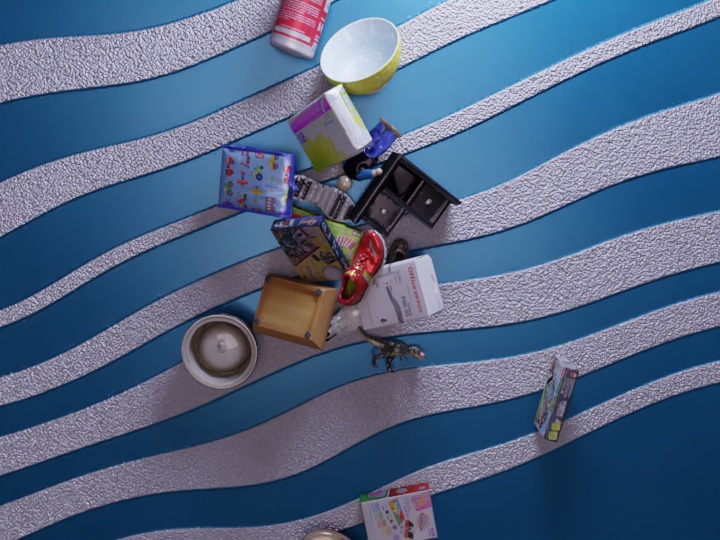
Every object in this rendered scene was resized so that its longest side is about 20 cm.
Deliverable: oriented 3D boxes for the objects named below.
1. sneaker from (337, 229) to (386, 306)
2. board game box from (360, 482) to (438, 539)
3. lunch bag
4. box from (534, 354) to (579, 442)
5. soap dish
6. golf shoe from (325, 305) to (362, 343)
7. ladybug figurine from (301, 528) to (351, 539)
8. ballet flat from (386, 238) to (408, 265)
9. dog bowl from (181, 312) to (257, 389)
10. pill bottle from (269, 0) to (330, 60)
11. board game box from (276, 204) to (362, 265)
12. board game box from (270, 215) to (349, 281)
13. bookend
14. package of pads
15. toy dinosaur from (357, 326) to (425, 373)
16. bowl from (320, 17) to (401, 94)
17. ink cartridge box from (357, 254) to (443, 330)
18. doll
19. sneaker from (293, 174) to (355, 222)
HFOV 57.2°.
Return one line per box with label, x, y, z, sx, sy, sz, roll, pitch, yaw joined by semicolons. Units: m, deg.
sneaker;0.000;0.000;1.592;0.076;0.085;0.202;29;109;26
board game box;0.108;0.690;1.851;0.197;0.040;0.155;-10;102;1
lunch bag;-0.236;-0.213;1.586;0.198;0.094;0.153;14;103;28
box;0.519;0.338;1.752;0.034;0.110;0.203;13;101;-4
soap dish;-0.169;0.098;1.655;0.197;0.081;0.160;13;81;18
golf shoe;-0.059;0.148;1.707;0.198;0.097;0.079;-28;100;3
ladybug figurine;-0.079;0.793;1.852;0.199;0.072;0.137;32;99;-7
ballet flat;0.090;0.018;1.708;0.066;0.046;0.203;11;101;-3
dog bowl;-0.361;0.202;1.723;0.197;0.074;0.203;0;102;0
pill bottle;-0.134;-0.607;1.539;0.111;0.112;0.203;19;101;-5
board game box;-0.104;-0.086;1.682;0.197;0.048;0.103;19;100;-5
board game box;-0.118;-0.049;1.619;0.134;0.035;0.201;-3;139;23
bookend;0.106;-0.152;1.634;0.198;0.092;0.201;35;96;-15
package of pads;-0.074;-0.328;1.562;0.068;0.199;0.156;-37;102;-32
toy dinosaur;0.071;0.219;1.745;0.198;0.047;0.089;19;88;-13
bowl;0.014;-0.484;1.560;0.198;0.201;0.108;-30;144;5
ink cartridge box;0.089;0.055;1.644;0.198;0.082;0.149;-15;91;33
doll;0.014;-0.276;1.624;0.200;0.048;0.137;-48;58;6
sneaker;-0.099;-0.188;1.651;0.198;0.081;0.076;27;99;-27
